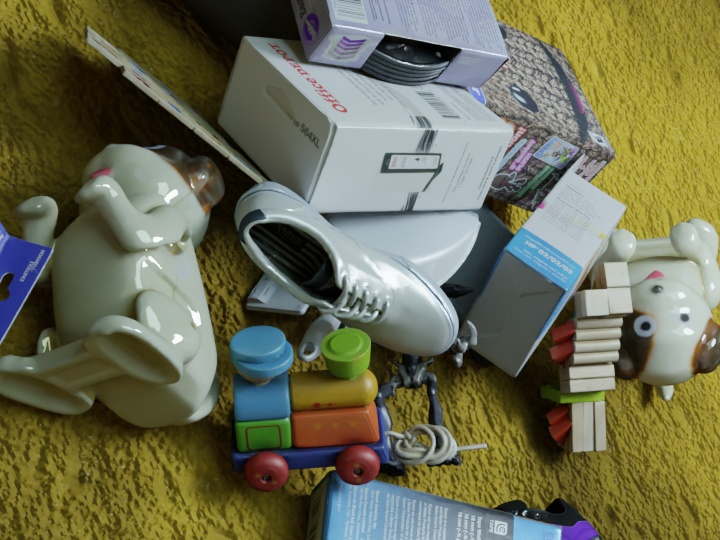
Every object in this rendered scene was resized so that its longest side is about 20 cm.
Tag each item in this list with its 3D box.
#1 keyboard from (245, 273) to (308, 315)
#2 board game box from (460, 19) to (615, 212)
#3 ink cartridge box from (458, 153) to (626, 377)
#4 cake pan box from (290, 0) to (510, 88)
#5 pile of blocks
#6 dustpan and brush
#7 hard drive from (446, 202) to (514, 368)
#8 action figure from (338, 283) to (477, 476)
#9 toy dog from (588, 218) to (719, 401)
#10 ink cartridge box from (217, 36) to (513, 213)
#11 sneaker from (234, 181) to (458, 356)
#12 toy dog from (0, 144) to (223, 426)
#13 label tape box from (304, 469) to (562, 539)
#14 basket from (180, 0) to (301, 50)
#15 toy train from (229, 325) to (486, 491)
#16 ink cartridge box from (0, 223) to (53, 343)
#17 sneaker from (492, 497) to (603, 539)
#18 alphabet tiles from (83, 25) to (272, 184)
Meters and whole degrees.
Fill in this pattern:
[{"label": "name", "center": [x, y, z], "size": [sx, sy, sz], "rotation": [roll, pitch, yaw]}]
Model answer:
[{"label": "keyboard", "center": [-0.033, -0.030, 1.180], "size": [0.201, 0.056, 0.011], "rotation": [-59, 149, -42]}, {"label": "board game box", "center": [0.124, -0.160, 1.316], "size": [0.199, 0.097, 0.160], "rotation": [15, 41, -38]}, {"label": "ink cartridge box", "center": [0.173, -0.010, 1.238], "size": [0.068, 0.116, 0.200], "rotation": [33, 41, 9]}, {"label": "cake pan box", "center": [0.021, -0.251, 1.144], "size": [0.183, 0.052, 0.202], "rotation": [1, 60, -33]}, {"label": "pile of blocks", "center": [0.196, 0.079, 1.253], "size": [0.061, 0.202, 0.082], "rotation": [-2, 26, -16]}, {"label": "dustpan and brush", "center": [0.000, 0.000, 1.119], "size": [0.138, 0.058, 0.200], "rotation": [25, 40, 13]}, {"label": "hard drive", "center": [0.080, -0.023, 1.285], "size": [0.200, 0.033, 0.140], "rotation": [45, 46, -14]}, {"label": "action figure", "center": [0.042, 0.066, 1.148], "size": [0.117, 0.102, 0.202], "rotation": [-5, 72, 3]}, {"label": "toy dog", "center": [0.283, 0.045, 1.324], "size": [0.200, 0.138, 0.196], "rotation": [-56, 151, -76]}, {"label": "ink cartridge box", "center": [0.003, -0.120, 1.128], "size": [0.198, 0.085, 0.146], "rotation": [-3, 37, -40]}, {"label": "sneaker", "center": [-0.013, 0.012, 1.024], "size": [0.199, 0.073, 0.071], "rotation": [31, 24, -11]}, {"label": "toy dog", "center": [-0.157, -0.002, 0.988], "size": [0.193, 0.139, 0.202], "rotation": [27, 51, -38]}, {"label": "label tape box", "center": [0.053, 0.252, 1.055], "size": [0.198, 0.063, 0.146], "rotation": [16, 57, -13]}, {"label": "basket", "center": [-0.108, -0.283, 1.196], "size": [0.199, 0.136, 0.182], "rotation": [32, 54, -19]}, {"label": "toy train", "center": [-0.003, 0.094, 1.029], "size": [0.197, 0.117, 0.085], "rotation": [-4, 35, -1]}, {"label": "ink cartridge box", "center": [-0.308, -0.015, 0.874], "size": [0.198, 0.037, 0.095], "rotation": [17, 51, 5]}, {"label": "sneaker", "center": [0.129, 0.253, 1.162], "size": [0.199, 0.070, 0.100], "rotation": [-18, 69, -43]}, {"label": "alphabet tiles", "center": [-0.141, -0.126, 1.089], "size": [0.199, 0.006, 0.166], "rotation": [39, 4, -19]}]
